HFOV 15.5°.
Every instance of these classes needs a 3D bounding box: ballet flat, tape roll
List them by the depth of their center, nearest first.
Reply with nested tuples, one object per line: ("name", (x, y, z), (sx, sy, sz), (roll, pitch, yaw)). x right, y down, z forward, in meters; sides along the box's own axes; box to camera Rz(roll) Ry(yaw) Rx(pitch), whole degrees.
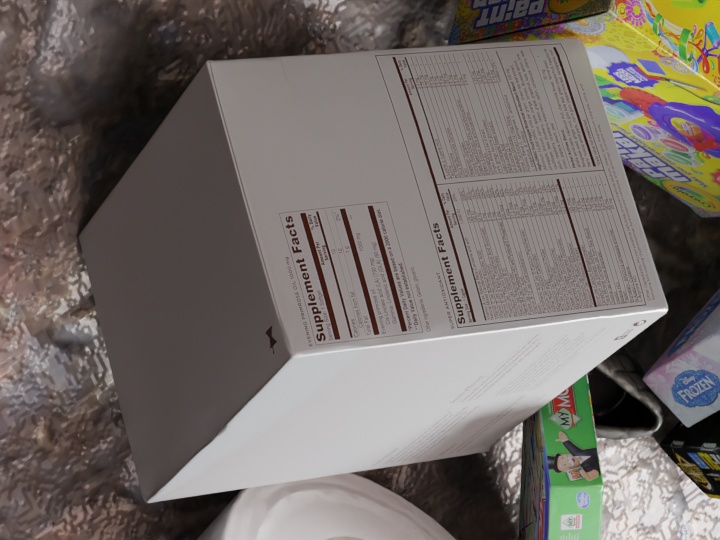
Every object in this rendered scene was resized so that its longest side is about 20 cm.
("tape roll", (-0.004, 0.197, 1.326), (0.201, 0.203, 0.071), (21, 125, -34))
("ballet flat", (0.084, 0.045, 1.422), (0.199, 0.057, 0.067), (16, 98, -34))

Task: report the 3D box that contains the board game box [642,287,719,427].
("board game box", (0.262, -0.019, 1.409), (0.041, 0.199, 0.200), (45, 62, -2))

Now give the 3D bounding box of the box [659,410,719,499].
("box", (0.263, 0.042, 1.462), (0.049, 0.160, 0.200), (44, 83, -4))

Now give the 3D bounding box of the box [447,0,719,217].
("box", (0.174, -0.159, 1.343), (0.199, 0.122, 0.194), (29, 68, -34))

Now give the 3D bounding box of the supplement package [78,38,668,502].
("supplement package", (0.000, 0.000, 1.252), (0.199, 0.191, 0.148), (-6, 69, -29))

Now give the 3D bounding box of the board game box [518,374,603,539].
("board game box", (0.103, 0.137, 1.383), (0.029, 0.135, 0.201), (-2, 130, -1))
